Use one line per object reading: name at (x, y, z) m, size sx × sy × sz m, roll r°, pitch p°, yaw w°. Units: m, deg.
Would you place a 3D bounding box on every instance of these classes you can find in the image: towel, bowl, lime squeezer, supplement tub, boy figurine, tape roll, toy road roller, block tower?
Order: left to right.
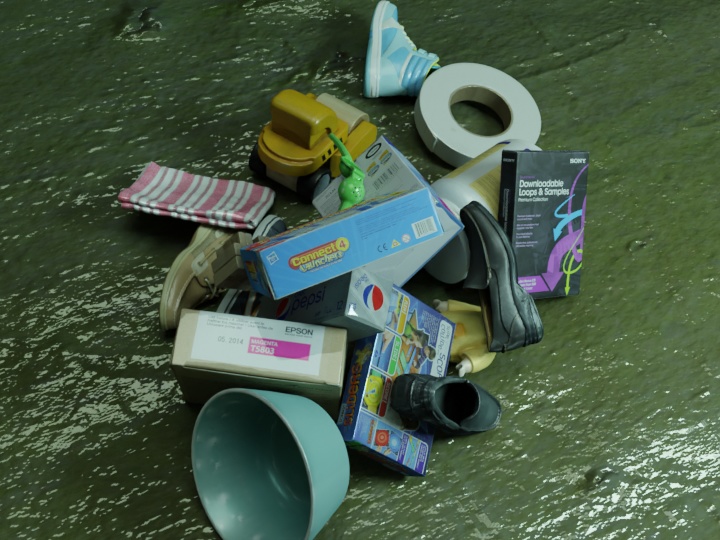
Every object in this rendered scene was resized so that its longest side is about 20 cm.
towel at (-0.226, -0.106, 1.559) m, size 0.199 × 0.030 × 0.146 m, roll 10°, pitch 23°, yaw 2°
bowl at (-0.089, 0.221, 1.251) m, size 0.105 × 0.201 × 0.201 m, roll -12°, pitch 48°, yaw -47°
block tower at (-0.092, -0.002, 1.413) m, size 0.199 × 0.058 × 0.054 m, roll 10°, pitch 57°, yaw -41°
toy road roller at (-0.068, -0.210, 1.629) m, size 0.123 × 0.146 × 0.200 m, roll 29°, pitch 53°, yaw 17°
lime squeezer at (-0.020, -0.114, 1.452) m, size 0.038 × 0.071 × 0.201 m, roll 15°, pitch 56°, yaw -20°
boy figurine at (0.135, 0.086, 1.456) m, size 0.199 × 0.065 × 0.125 m, roll -4°, pitch 48°, yaw -6°
tape roll at (0.183, -0.240, 1.733) m, size 0.202 × 0.037 × 0.204 m, roll 7°, pitch 57°, yaw -10°
supplement tub at (0.174, -0.083, 1.549) m, size 0.200 × 0.146 × 0.145 m, roll -32°, pitch 60°, yaw -29°

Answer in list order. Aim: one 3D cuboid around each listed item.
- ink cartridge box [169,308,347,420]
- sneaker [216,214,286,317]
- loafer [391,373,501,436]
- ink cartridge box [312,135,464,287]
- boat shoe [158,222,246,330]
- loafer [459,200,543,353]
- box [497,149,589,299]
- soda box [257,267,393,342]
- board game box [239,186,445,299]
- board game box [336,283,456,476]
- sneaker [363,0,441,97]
ink cartridge box at (-0.118, 0.116, 1.328) m, size 0.199 × 0.165 × 0.075 m, roll 8°, pitch 67°, yaw 0°
sneaker at (-0.124, 0.019, 1.476) m, size 0.079 × 0.079 × 0.201 m, roll 15°, pitch 61°, yaw 13°
loafer at (0.117, 0.163, 1.324) m, size 0.070 × 0.200 × 0.068 m, roll -1°, pitch 76°, yaw 39°
ink cartridge box at (0.027, -0.084, 1.463) m, size 0.136 × 0.076 × 0.200 m, roll -42°, pitch 46°, yaw 7°
boat shoe at (-0.211, 0.004, 1.481) m, size 0.064 × 0.071 × 0.200 m, roll 16°, pitch 49°, yaw 8°
loafer at (0.164, 0.008, 1.411) m, size 0.072 × 0.073 × 0.201 m, roll -20°, pitch 78°, yaw -10°
box at (0.245, -0.063, 1.493) m, size 0.142 × 0.201 × 0.036 m, roll -5°, pitch 10°, yaw -37°
soda box at (-0.048, 0.051, 1.336) m, size 0.063 × 0.200 × 0.069 m, roll 24°, pitch 63°, yaw -31°
board game box at (-0.028, -0.032, 1.254) m, size 0.199 × 0.196 × 0.056 m, roll -21°, pitch 96°, yaw -11°
board game box at (0.045, 0.131, 1.332) m, size 0.034 × 0.135 × 0.201 m, roll -9°, pitch 58°, yaw 44°
sneaker at (0.076, -0.359, 1.819) m, size 0.130 × 0.080 × 0.201 m, roll 6°, pitch 59°, yaw 2°
